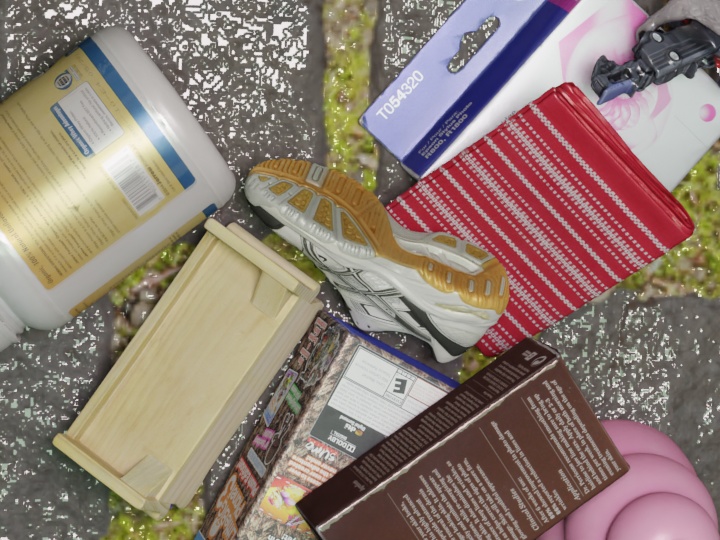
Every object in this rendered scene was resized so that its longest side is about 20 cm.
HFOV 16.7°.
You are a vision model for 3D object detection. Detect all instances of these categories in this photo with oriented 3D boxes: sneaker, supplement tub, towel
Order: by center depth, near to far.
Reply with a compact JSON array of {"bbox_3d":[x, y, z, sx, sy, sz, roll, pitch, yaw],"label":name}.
[{"bbox_3d":[-0.199,-0.052,1.635,0.200,0.145,0.145,-37,100,-3],"label":"supplement tub"},{"bbox_3d":[0.115,-0.032,1.689,0.145,0.023,0.200,46,127,-14],"label":"towel"},{"bbox_3d":[0.000,0.000,1.692,0.199,0.076,0.088,30,130,-2],"label":"sneaker"}]

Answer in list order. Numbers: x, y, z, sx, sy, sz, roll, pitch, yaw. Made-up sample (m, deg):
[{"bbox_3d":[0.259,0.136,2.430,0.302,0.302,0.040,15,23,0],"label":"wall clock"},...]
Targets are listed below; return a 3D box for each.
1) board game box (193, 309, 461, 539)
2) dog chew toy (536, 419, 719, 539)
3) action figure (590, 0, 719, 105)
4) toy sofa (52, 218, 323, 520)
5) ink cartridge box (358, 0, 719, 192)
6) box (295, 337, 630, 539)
[{"bbox_3d":[0.000,0.156,1.707,0.159,0.097,0.201,29,91,-16],"label":"board game box"},{"bbox_3d":[0.191,0.176,1.691,0.124,0.200,0.125,-2,100,-11],"label":"dog chew toy"},{"bbox_3d":[0.229,-0.196,1.681,0.200,0.105,0.194,-34,84,-35],"label":"action figure"},{"bbox_3d":[-0.117,0.069,1.703,0.083,0.098,0.200,35,91,14],"label":"toy sofa"},{"bbox_3d":[0.135,-0.109,1.733,0.200,0.043,0.197,42,90,-12],"label":"ink cartridge box"},{"bbox_3d":[0.068,0.145,1.635,0.200,0.075,0.100,-35,106,-8],"label":"box"}]
